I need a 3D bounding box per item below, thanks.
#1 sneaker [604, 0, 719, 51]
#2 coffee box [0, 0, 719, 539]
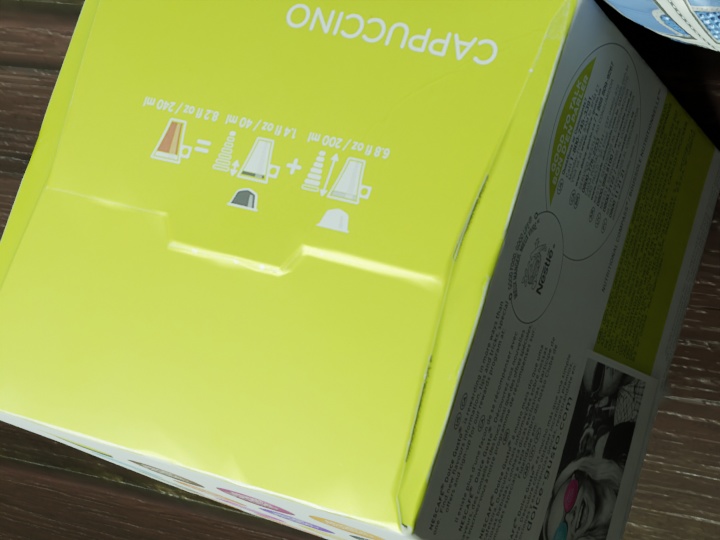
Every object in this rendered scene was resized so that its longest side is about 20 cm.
[{"bbox_3d":[0.144,-0.106,0.782,0.200,0.076,0.077,23,171,6],"label":"sneaker"},{"bbox_3d":[0.000,0.000,0.896,0.200,0.200,0.198,14,170,28],"label":"coffee box"}]
